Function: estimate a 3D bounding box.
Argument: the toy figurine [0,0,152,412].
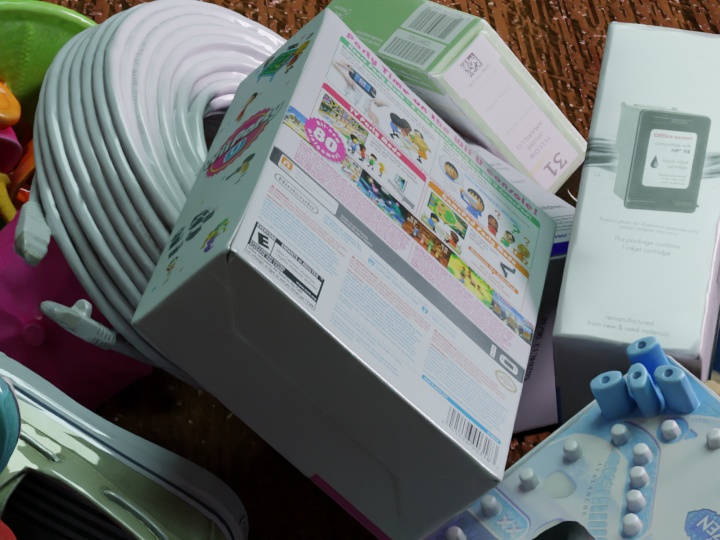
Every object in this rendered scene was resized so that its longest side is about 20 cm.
[{"bbox_3d":[-0.133,-0.005,1.373,0.200,0.150,0.184,20,31,-37],"label":"toy figurine"}]

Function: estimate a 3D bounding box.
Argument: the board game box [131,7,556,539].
[{"bbox_3d":[0.000,0.000,1.225,0.148,0.064,0.200,43,31,-15],"label":"board game box"}]

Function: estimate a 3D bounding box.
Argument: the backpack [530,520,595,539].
[{"bbox_3d":[0.007,0.197,0.955,0.200,0.163,0.154,-15,52,-30],"label":"backpack"}]

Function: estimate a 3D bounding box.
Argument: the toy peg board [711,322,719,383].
[{"bbox_3d":[0.266,0.044,1.409,0.199,0.098,0.200,28,14,24],"label":"toy peg board"}]

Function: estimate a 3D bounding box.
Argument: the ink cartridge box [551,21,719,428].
[{"bbox_3d":[0.135,-0.029,1.325,0.066,0.116,0.201,8,63,10],"label":"ink cartridge box"}]

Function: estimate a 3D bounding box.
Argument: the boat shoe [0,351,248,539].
[{"bbox_3d":[-0.142,0.083,1.211,0.199,0.072,0.062,21,23,8],"label":"boat shoe"}]

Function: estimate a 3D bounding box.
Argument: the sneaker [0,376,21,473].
[{"bbox_3d":[-0.208,0.099,1.068,0.200,0.078,0.080,-32,18,-12],"label":"sneaker"}]

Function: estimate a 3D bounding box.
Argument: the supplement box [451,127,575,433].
[{"bbox_3d":[0.021,-0.008,1.449,0.103,0.101,0.200,-10,34,-41],"label":"supplement box"}]

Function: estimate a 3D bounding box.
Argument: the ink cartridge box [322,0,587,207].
[{"bbox_3d":[0.075,-0.064,1.553,0.200,0.048,0.145,48,-11,-29],"label":"ink cartridge box"}]

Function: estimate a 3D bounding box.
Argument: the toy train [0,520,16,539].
[{"bbox_3d":[-0.086,0.174,1.059,0.199,0.085,0.116,19,40,-13],"label":"toy train"}]

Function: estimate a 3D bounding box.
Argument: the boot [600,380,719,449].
[{"bbox_3d":[0.200,0.135,1.197,0.175,0.066,0.200,8,33,-23],"label":"boot"}]

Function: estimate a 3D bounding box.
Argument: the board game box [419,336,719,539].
[{"bbox_3d":[0.098,0.134,1.139,0.200,0.026,0.200,-37,44,-10],"label":"board game box"}]

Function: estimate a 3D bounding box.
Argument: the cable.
[{"bbox_3d":[-0.059,-0.033,1.313,0.200,0.069,0.200,29,40,-34],"label":"cable"}]
